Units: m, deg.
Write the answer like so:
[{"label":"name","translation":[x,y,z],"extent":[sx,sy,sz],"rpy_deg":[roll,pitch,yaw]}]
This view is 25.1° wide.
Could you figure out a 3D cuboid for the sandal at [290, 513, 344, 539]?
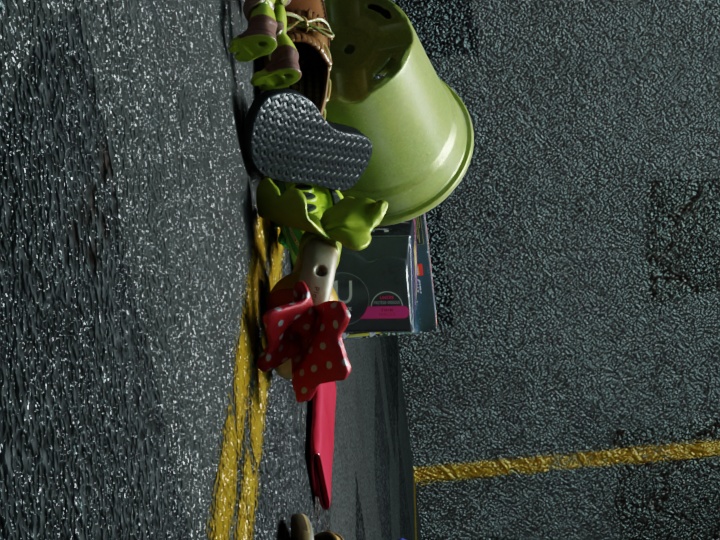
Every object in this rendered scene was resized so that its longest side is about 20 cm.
[{"label":"sandal","translation":[-0.031,0.264,1.412],"extent":[0.200,0.054,0.081],"rpy_deg":[77,8,-64]}]

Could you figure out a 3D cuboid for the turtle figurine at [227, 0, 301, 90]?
[{"label":"turtle figurine","translation":[-0.077,-0.237,1.375],"extent":[0.200,0.064,0.162],"rpy_deg":[77,8,-64]}]

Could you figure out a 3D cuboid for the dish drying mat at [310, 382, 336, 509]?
[{"label":"dish drying mat","translation":[-0.041,0.159,1.706],"extent":[0.200,0.018,0.077],"rpy_deg":[-88,171,-58]}]

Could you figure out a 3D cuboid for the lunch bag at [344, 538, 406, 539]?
[{"label":"lunch bag","translation":[0.002,0.387,1.610],"extent":[0.151,0.093,0.201],"rpy_deg":[-91,-176,-78]}]

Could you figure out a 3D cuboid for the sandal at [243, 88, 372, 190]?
[{"label":"sandal","translation":[-0.057,-0.114,1.422],"extent":[0.076,0.048,0.200],"rpy_deg":[-58,153,4]}]

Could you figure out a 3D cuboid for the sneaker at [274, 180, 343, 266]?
[{"label":"sneaker","translation":[-0.057,-0.064,1.541],"extent":[0.200,0.074,0.084],"rpy_deg":[-97,-153,-61]}]

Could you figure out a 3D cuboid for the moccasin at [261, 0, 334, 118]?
[{"label":"moccasin","translation":[-0.060,-0.201,1.515],"extent":[0.078,0.073,0.202],"rpy_deg":[127,-27,-57]}]

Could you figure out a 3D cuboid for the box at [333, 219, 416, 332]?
[{"label":"box","translation":[0.000,0.000,1.742],"extent":[0.200,0.121,0.107],"rpy_deg":[-68,156,-81]}]

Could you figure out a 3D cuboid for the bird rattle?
[{"label":"bird rattle","translation":[-0.039,0.028,1.372],"extent":[0.163,0.112,0.201],"rpy_deg":[111,-18,-59]}]

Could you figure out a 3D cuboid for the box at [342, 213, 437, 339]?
[{"label":"box","translation":[0.015,-0.008,1.907],"extent":[0.038,0.136,0.201],"rpy_deg":[-91,175,-51]}]

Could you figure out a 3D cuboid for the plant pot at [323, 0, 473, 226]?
[{"label":"plant pot","translation":[0.006,-0.178,1.655],"extent":[0.184,0.199,0.201],"rpy_deg":[69,15,-58]}]
